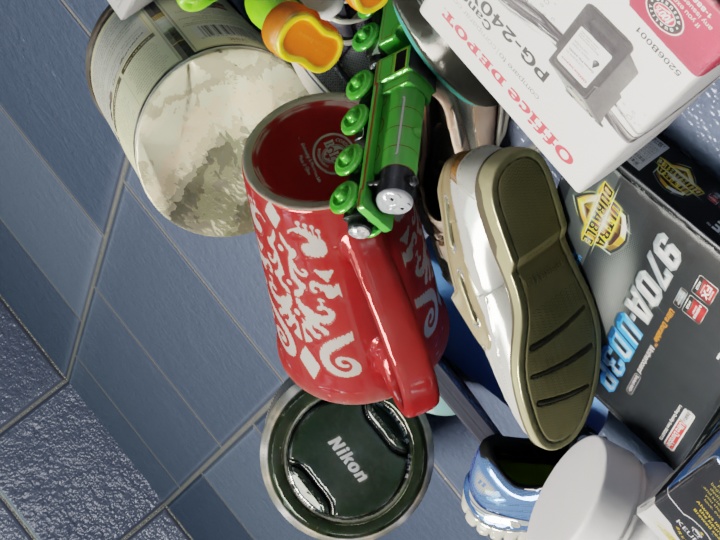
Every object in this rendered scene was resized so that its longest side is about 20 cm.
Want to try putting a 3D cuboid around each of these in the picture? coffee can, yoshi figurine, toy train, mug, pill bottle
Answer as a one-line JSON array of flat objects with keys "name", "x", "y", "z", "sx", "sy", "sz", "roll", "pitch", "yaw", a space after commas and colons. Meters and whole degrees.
[{"name": "coffee can", "x": -0.127, "y": -0.133, "z": 1.071, "sx": 0.200, "sy": 0.145, "sz": 0.147, "roll": 52, "pitch": 168, "yaw": 57}, {"name": "yoshi figurine", "x": -0.070, "y": -0.217, "z": 0.844, "sx": 0.200, "sy": 0.111, "sz": 0.113, "roll": 51, "pitch": 146, "yaw": 39}, {"name": "toy train", "x": 0.020, "y": -0.108, "z": 0.859, "sx": 0.056, "sy": 0.202, "sz": 0.042, "roll": -21, "pitch": 137, "yaw": 35}, {"name": "mug", "x": 0.005, "y": -0.009, "z": 0.956, "sx": 0.176, "sy": 0.134, "sz": 0.201, "roll": 26, "pitch": 149, "yaw": 29}, {"name": "pill bottle", "x": 0.219, "y": 0.203, "z": 0.930, "sx": 0.199, "sy": 0.115, "sz": 0.114, "roll": 31, "pitch": 160, "yaw": -10}]

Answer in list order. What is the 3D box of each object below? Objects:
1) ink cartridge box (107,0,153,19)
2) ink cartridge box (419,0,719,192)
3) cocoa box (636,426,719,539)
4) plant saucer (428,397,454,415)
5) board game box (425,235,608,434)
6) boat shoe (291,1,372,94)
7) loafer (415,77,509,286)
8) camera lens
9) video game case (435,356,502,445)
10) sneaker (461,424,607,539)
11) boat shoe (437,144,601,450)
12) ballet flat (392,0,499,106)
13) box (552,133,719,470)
[{"name": "ink cartridge box", "x": -0.190, "y": -0.311, "z": 1.038, "sx": 0.201, "sy": 0.116, "sz": 0.068, "roll": 55, "pitch": 158, "yaw": -5}, {"name": "ink cartridge box", "x": 0.127, "y": -0.147, "z": 0.702, "sx": 0.146, "sy": 0.083, "sz": 0.200, "roll": 50, "pitch": 158, "yaw": 6}, {"name": "cocoa box", "x": 0.288, "y": 0.157, "z": 0.783, "sx": 0.200, "sy": 0.133, "sz": 0.131, "roll": 47, "pitch": 157, "yaw": 12}, {"name": "plant saucer", "x": 0.017, "y": 0.054, "z": 1.202, "sx": 0.201, "sy": 0.027, "sz": 0.200, "roll": 51, "pitch": -177, "yaw": -3}, {"name": "board game box", "x": 0.126, "y": 0.042, "z": 1.062, "sx": 0.199, "sy": 0.039, "sz": 0.159, "roll": 37, "pitch": 147, "yaw": 27}, {"name": "boat shoe", "x": -0.016, "y": -0.181, "z": 0.948, "sx": 0.200, "sy": 0.074, "sz": 0.093, "roll": 48, "pitch": 151, "yaw": 9}, {"name": "loafer", "x": 0.062, "y": -0.063, "z": 0.947, "sx": 0.072, "sy": 0.063, "sz": 0.202, "roll": 30, "pitch": 139, "yaw": 31}, {"name": "camera lens", "x": -0.014, "y": 0.164, "z": 1.300, "sx": 0.161, "sy": 0.159, "sz": 0.200, "roll": 52, "pitch": 179, "yaw": -2}, {"name": "video game case", "x": 0.066, "y": 0.084, "z": 1.143, "sx": 0.143, "sy": 0.019, "sz": 0.200, "roll": 51, "pitch": -179, "yaw": -19}, {"name": "sneaker", "x": 0.175, "y": 0.164, "z": 1.010, "sx": 0.197, "sy": 0.079, "sz": 0.090, "roll": 6, "pitch": 130, "yaw": 7}, {"name": "boat shoe", "x": 0.100, "y": 0.015, "z": 0.874, "sx": 0.068, "sy": 0.074, "sz": 0.202, "roll": 13, "pitch": 120, "yaw": 54}, {"name": "ballet flat", "x": 0.041, "y": -0.193, "z": 0.833, "sx": 0.201, "sy": 0.068, "sz": 0.068, "roll": 55, "pitch": 146, "yaw": -7}, {"name": "box", "x": 0.184, "y": 0.015, "z": 0.862, "sx": 0.159, "sy": 0.046, "sz": 0.201, "roll": 44, "pitch": 150, "yaw": 21}]
